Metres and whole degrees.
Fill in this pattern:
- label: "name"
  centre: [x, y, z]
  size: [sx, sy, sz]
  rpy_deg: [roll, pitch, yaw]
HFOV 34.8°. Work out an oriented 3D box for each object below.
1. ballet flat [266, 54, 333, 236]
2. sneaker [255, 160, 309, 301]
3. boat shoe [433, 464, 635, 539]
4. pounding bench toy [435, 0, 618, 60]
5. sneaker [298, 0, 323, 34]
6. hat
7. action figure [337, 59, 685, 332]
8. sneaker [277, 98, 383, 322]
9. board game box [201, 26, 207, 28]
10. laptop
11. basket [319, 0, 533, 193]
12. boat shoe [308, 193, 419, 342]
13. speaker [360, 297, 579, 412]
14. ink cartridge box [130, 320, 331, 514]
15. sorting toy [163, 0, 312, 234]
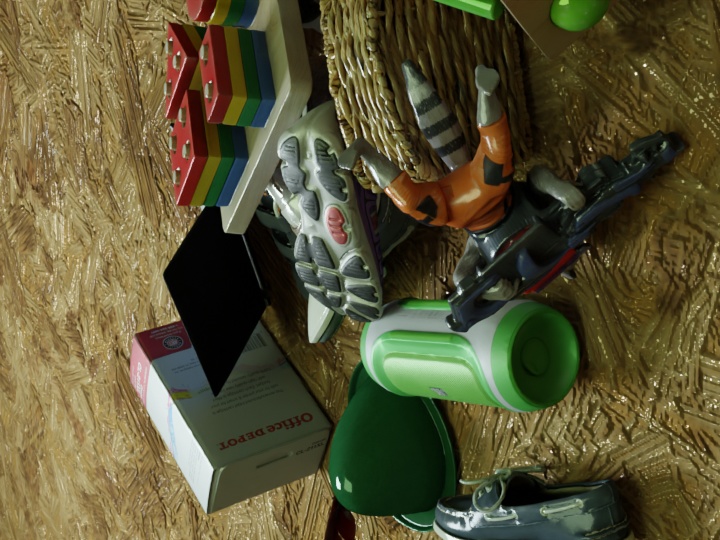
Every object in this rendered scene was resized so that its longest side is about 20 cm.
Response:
- label: "ballet flat"
  centre: [-0.051, -0.097, 1.023]
  size: [0.068, 0.066, 0.204]
  rpy_deg: [142, 132, -63]
- label: "sneaker"
  centre: [-0.066, -0.058, 1.112]
  size: [0.078, 0.078, 0.204]
  rpy_deg: [23, 122, 51]
- label: "boat shoe"
  centre: [0.127, 0.187, 0.903]
  size: [0.199, 0.074, 0.063]
  rpy_deg: [-7, 98, 57]
- label: "pounding bench toy"
  centre: [0.081, -0.206, 0.693]
  size: [0.200, 0.124, 0.157]
  rpy_deg: [-41, 61, 13]
- label: "sneaker"
  centre: [-0.038, -0.275, 0.991]
  size: [0.073, 0.080, 0.203]
  rpy_deg: [-28, 57, 30]
- label: "hat"
  centre: [-0.023, 0.188, 1.042]
  size: [0.200, 0.174, 0.168]
  rpy_deg: [47, 138, 37]
- label: "action figure"
  centre: [0.107, -0.065, 0.774]
  size: [0.199, 0.193, 0.105]
  rpy_deg: [-35, 40, 13]
- label: "sneaker"
  centre: [-0.005, -0.045, 0.922]
  size: [0.080, 0.083, 0.202]
  rpy_deg: [17, 133, 28]
- label: "board game box"
  centre: [-0.146, -0.211, 1.151]
  size: [0.201, 0.038, 0.160]
  rpy_deg: [119, 152, -45]
- label: "laptop"
  centre: [-0.174, -0.013, 1.207]
  size: [0.200, 0.115, 0.189]
  rpy_deg: [45, 158, 41]
- label: "basket"
  centre: [0.025, -0.163, 0.867]
  size: [0.148, 0.141, 0.204]
  rpy_deg: [3, 104, 56]
- label: "boat shoe"
  centre: [0.000, 0.000, 1.038]
  size: [0.201, 0.061, 0.074]
  rpy_deg: [115, 155, -43]
- label: "speaker"
  centre: [0.082, 0.064, 0.918]
  size: [0.199, 0.087, 0.090]
  rpy_deg: [-1, 101, 58]
- label: "ink cartridge box"
  centre: [-0.145, 0.145, 1.247]
  size: [0.201, 0.144, 0.084]
  rpy_deg: [52, 142, 34]
- label: "sorting toy"
  centre: [-0.115, -0.170, 0.957]
  size: [0.201, 0.068, 0.202]
  rpy_deg: [123, 142, -52]
